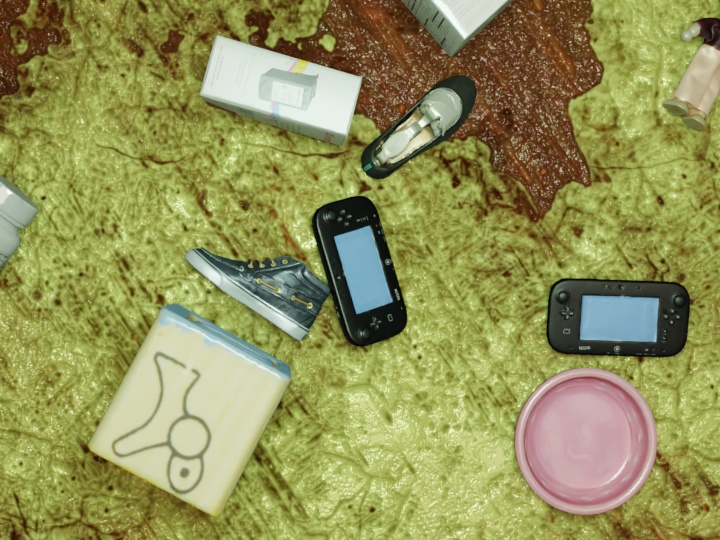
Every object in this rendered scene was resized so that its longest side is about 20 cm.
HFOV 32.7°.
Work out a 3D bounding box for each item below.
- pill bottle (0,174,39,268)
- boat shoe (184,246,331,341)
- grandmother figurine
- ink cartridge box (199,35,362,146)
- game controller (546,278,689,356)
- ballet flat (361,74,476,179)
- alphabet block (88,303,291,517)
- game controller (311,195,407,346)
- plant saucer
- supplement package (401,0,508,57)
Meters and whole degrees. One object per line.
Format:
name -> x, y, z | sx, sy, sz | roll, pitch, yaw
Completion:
pill bottle -> -0.527, -0.034, 1.628 | 0.113, 0.113, 0.200 | 39, 87, -2
boat shoe -> -0.138, 0.006, 1.676 | 0.199, 0.071, 0.091 | 34, 87, -9
grandmother figurine -> 0.496, -0.306, 1.719 | 0.121, 0.060, 0.201 | 33, 85, -30
ink cartridge box -> -0.105, -0.238, 1.636 | 0.198, 0.148, 0.086 | 15, 90, -4
game controller -> 0.358, 0.066, 1.707 | 0.198, 0.042, 0.106 | 2, 89, -3
ballet flat -> 0.086, -0.196, 1.686 | 0.200, 0.068, 0.068 | -42, 92, -3
alphabet block -> -0.217, 0.176, 1.605 | 0.194, 0.196, 0.201 | 29, 88, -1
game controller -> 0.000, 0.000, 1.683 | 0.104, 0.042, 0.202 | -17, 92, -24
plant saucer -> 0.310, 0.235, 1.706 | 0.198, 0.051, 0.203 | 0, 90, -4
supplement package -> 0.120, -0.422, 1.647 | 0.152, 0.151, 0.200 | -42, 92, -2
